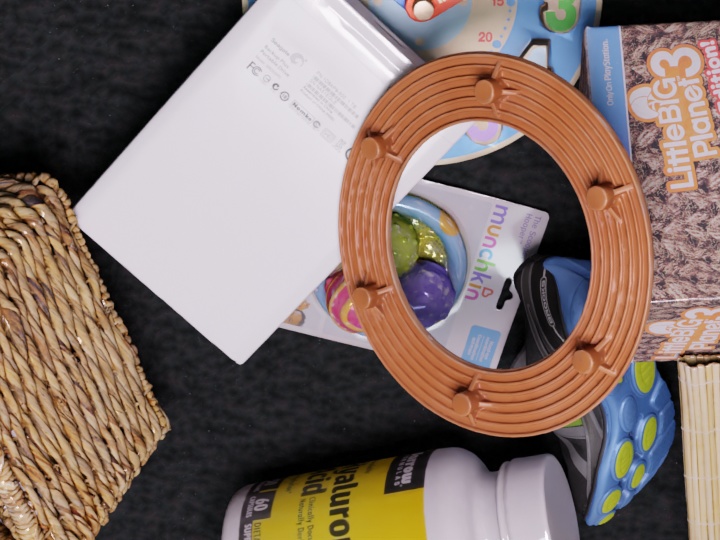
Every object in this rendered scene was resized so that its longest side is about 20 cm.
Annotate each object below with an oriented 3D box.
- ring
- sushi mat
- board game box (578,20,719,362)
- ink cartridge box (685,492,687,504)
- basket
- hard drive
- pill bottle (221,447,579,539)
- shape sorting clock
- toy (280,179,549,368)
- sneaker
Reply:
[{"bbox_3d":[0.062,-0.011,0.978,0.200,0.019,0.202,10,106,38],"label":"ring"},{"bbox_3d":[0.231,0.115,1.073,0.095,0.012,0.201,-6,134,7],"label":"sushi mat"},{"bbox_3d":[0.221,-0.044,1.011,0.199,0.160,0.097,-4,159,3],"label":"board game box"},{"bbox_3d":[0.256,0.065,1.122,0.115,0.067,0.201,0,115,3],"label":"ink cartridge box"},{"bbox_3d":[-0.223,0.065,1.069,0.142,0.149,0.201,-2,126,27],"label":"basket"},{"bbox_3d":[-0.050,-0.059,1.055,0.132,0.027,0.200,41,109,-9],"label":"hard drive"},{"bbox_3d":[0.026,0.167,1.137,0.199,0.111,0.112,-12,114,17],"label":"pill bottle"},{"bbox_3d":[0.034,-0.148,1.045,0.199,0.039,0.201,1,115,2],"label":"shape sorting clock"},{"bbox_3d":[0.000,0.000,1.110,0.199,0.047,0.116,15,116,-5],"label":"toy"},{"bbox_3d":[0.134,0.068,1.132,0.071,0.083,0.200,-38,132,-26],"label":"sneaker"}]
